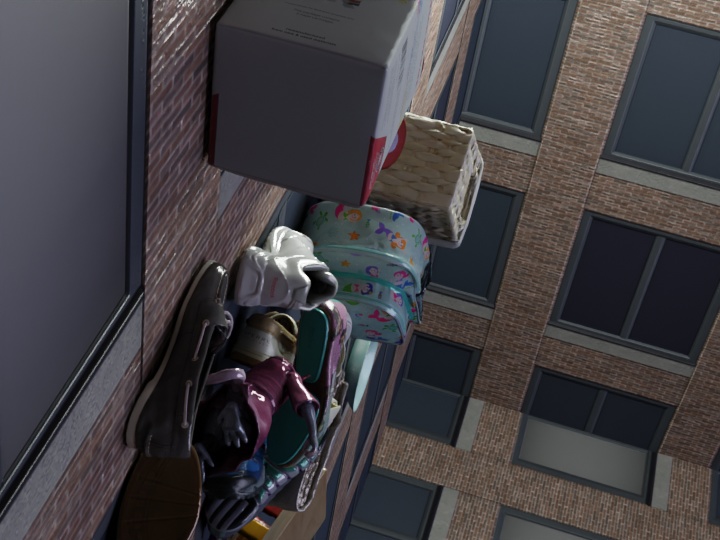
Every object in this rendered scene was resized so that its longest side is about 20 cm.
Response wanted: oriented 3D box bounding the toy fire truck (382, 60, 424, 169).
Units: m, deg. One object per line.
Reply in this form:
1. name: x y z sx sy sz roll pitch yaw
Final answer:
1. toy fire truck: -0.031 -0.183 1.313 0.168 0.112 0.200 -16 124 -53

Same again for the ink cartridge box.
1. ink cartridge box: -0.028 -0.183 1.078 0.200 0.144 0.145 -66 169 -48

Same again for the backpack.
1. backpack: 0.000 0.000 1.610 0.200 0.177 0.151 87 15 -59

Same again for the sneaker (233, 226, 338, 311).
1. sneaker: -0.070 0.008 1.370 0.200 0.099 0.078 -53 158 -72

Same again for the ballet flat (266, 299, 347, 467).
1. ballet flat: -0.049 0.127 1.409 0.071 0.069 0.200 -2 110 -53

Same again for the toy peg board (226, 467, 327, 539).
1. toy peg board: -0.142 0.367 1.752 0.199 0.098 0.200 -53 163 -27

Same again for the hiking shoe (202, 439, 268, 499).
1. hiking shoe: -0.139 0.193 1.437 0.200 0.074 0.087 -66 153 -70

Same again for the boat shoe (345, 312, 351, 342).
1. boat shoe: -0.067 0.131 1.579 0.200 0.072 0.069 -49 -134 31

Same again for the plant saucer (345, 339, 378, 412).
1. plant saucer: -0.002 0.193 2.597 0.201 0.039 0.201 15 90 -83

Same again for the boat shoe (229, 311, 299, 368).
1. boat shoe: -0.095 0.083 1.454 0.200 0.074 0.067 26 85 -83

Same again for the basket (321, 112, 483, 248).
1. basket: 0.051 -0.129 1.656 0.123 0.200 0.136 67 39 -69

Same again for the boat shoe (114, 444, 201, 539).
1. boat shoe: -0.194 0.249 1.131 0.072 0.072 0.200 -13 -111 63

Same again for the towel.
1. towel: -0.090 0.220 1.645 0.034 0.132 0.200 38 61 -35

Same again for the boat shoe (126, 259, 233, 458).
1. boat shoe: -0.145 0.081 1.114 0.067 0.057 0.200 96 12 -55

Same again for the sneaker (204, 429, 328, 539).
1. sneaker: -0.123 0.253 1.555 0.200 0.074 0.088 -40 166 -31

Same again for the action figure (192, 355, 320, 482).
1. action figure: -0.118 0.132 1.294 0.200 0.134 0.149 -44 124 -57
